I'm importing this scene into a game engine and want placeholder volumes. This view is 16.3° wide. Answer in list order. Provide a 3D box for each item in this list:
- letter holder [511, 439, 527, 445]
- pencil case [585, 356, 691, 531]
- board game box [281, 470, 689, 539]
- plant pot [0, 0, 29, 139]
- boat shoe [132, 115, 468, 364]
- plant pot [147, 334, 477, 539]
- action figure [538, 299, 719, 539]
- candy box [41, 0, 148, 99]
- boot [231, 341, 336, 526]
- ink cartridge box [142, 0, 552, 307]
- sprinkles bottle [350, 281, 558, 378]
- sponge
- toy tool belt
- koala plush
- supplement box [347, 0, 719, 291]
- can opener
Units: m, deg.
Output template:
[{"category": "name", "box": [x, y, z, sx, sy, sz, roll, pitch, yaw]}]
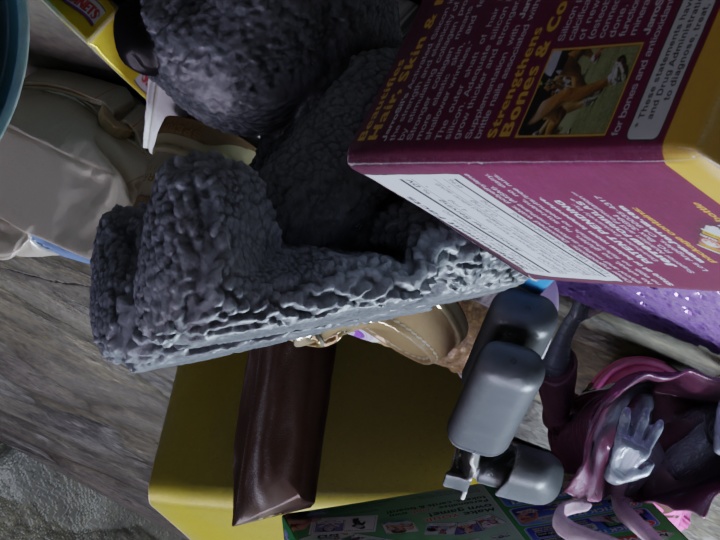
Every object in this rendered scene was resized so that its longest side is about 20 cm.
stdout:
[{"category": "letter holder", "box": [0.109, 0.210, 1.911, 0.199, 0.143, 0.101, 20, 166, 19]}, {"category": "pencil case", "box": [0.176, 0.120, 1.564, 0.093, 0.091, 0.200, 28, 170, 11]}, {"category": "board game box", "box": [0.066, 0.153, 1.380, 0.199, 0.029, 0.135, -8, -163, -10]}, {"category": "plant pot", "box": [-0.268, -0.120, 1.234, 0.199, 0.201, 0.188, 28, 180, -13]}, {"category": "boat shoe", "box": [-0.030, 0.002, 1.152, 0.200, 0.065, 0.071, 34, 164, -37]}, {"category": "plant pot", "box": [-0.002, 0.085, 1.557, 0.175, 0.201, 0.200, 9, 163, 15]}, {"category": "action figure", "box": [0.152, 0.097, 1.382, 0.133, 0.150, 0.200, 27, 169, -15]}, {"category": "candy box", "box": [-0.106, -0.101, 1.277, 0.102, 0.026, 0.200, 47, -178, 36]}, {"category": "boot", "box": [-0.024, 0.045, 1.371, 0.064, 0.201, 0.186, 13, 173, -13]}, {"category": "ink cartridge box", "box": [0.009, -0.064, 1.152, 0.199, 0.086, 0.146, 26, 167, -1]}, {"category": "sprinkles bottle", "box": [0.000, 0.000, 1.270, 0.199, 0.069, 0.068, 21, 169, -18]}, {"category": "sponge", "box": [0.131, -0.004, 1.289, 0.199, 0.030, 0.112, 21, 167, 16]}, {"category": "toy tool belt", "box": [-0.131, -0.047, 1.463, 0.199, 0.126, 0.123, 21, -162, 30]}, {"category": "koala plush", "box": [-0.026, -0.077, 0.998, 0.183, 0.201, 0.177, -11, 176, -15]}, {"category": "supplement box", "box": [0.107, -0.069, 0.858, 0.103, 0.131, 0.200, 32, 166, -30]}, {"category": "can opener", "box": [0.079, 0.068, 1.220, 0.066, 0.054, 0.200, 16, 159, 0]}]
